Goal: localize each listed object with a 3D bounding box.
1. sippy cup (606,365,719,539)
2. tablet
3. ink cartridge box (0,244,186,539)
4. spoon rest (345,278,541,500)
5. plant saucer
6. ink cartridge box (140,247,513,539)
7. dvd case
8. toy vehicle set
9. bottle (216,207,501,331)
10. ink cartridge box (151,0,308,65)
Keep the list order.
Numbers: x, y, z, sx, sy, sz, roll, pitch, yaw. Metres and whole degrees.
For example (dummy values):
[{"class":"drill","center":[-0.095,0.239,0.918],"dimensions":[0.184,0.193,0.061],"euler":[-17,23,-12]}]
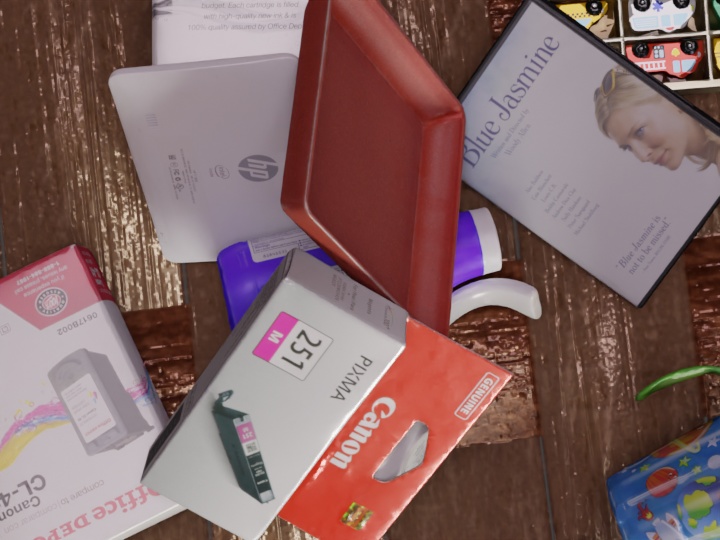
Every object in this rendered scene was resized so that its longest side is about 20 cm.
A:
[{"class":"sippy cup","center":[0.246,0.168,1.361],"dimensions":[0.130,0.140,0.178],"euler":[-23,46,8]},{"class":"tablet","center":[-0.091,-0.073,1.348],"dimensions":[0.129,0.201,0.014],"euler":[-5,52,5]},{"class":"ink cartridge box","center":[-0.218,0.103,1.381],"dimensions":[0.147,0.086,0.201],"euler":[-26,84,-3]},{"class":"spoon rest","center":[0.049,0.084,1.390],"dimensions":[0.060,0.100,0.200],"euler":[31,70,25]},{"class":"plant saucer","center":[0.007,-0.074,1.299],"dimensions":[0.036,0.200,0.201],"euler":[-10,57,26]},{"class":"ink cartridge box","center":[-0.024,0.105,1.290],"dimensions":[0.173,0.044,0.200],"euler":[30,120,-12]},{"class":"dvd case","center":[0.163,-0.087,1.409],"dimensions":[0.200,0.018,0.143],"euler":[36,107,3]},{"class":"toy vehicle set","center":[0.221,-0.192,1.438],"dimensions":[0.198,0.027,0.125],"euler":[-4,85,-1]},{"class":"bottle","center":[0.000,0.000,1.391],"dimensions":[0.199,0.084,0.066],"euler":[-14,47,-5]},{"class":"ink cartridge box","center":[-0.077,-0.170,1.406],"dimensions":[0.145,0.085,0.202],"euler":[0,87,0]}]
